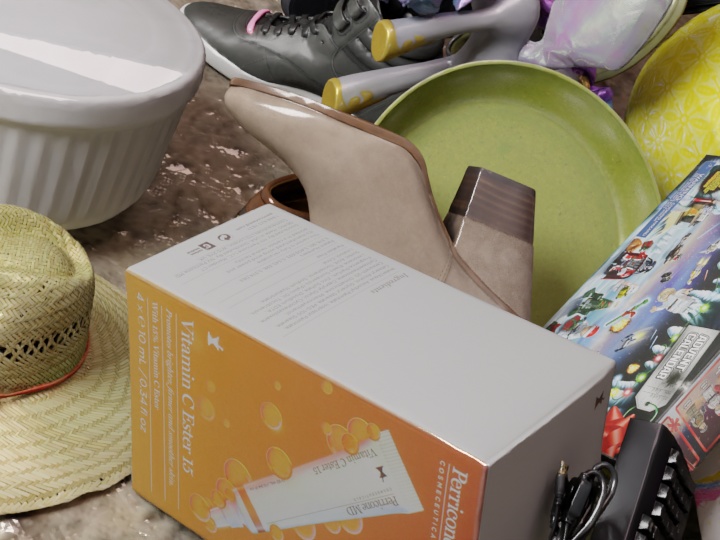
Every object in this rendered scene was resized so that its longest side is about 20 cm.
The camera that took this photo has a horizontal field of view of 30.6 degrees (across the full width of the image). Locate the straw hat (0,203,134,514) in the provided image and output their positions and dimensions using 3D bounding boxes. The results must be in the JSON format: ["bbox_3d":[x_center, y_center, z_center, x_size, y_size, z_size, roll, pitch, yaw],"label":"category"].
[{"bbox_3d":[-0.175,0.016,0.632,0.199,0.086,0.202,14,40,-12],"label":"straw hat"}]

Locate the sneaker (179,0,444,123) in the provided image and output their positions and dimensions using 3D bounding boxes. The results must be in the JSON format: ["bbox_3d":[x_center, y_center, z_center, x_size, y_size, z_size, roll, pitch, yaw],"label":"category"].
[{"bbox_3d":[-0.028,-0.167,0.908,0.198,0.100,0.071,24,40,3],"label":"sneaker"}]

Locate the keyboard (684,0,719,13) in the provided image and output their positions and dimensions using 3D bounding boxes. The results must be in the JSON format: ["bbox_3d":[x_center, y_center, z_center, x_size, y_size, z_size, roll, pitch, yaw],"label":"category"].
[{"bbox_3d":[0.220,-0.245,0.929,0.198,0.129,0.020,3,4,39],"label":"keyboard"}]

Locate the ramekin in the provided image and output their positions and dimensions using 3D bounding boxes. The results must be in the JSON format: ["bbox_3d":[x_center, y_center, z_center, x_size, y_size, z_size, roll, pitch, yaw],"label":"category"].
[{"bbox_3d":[-0.192,-0.104,0.737,0.200,0.095,0.203,15,30,-9],"label":"ramekin"}]

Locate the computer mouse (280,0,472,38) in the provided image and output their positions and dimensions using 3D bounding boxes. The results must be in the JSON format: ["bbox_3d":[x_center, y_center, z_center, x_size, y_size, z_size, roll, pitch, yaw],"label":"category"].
[{"bbox_3d":[0.038,-0.212,0.983,0.197,0.139,0.053,1,61,-10],"label":"computer mouse"}]

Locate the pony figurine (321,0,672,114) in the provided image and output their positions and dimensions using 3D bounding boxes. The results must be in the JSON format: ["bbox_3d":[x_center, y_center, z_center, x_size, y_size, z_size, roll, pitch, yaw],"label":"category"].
[{"bbox_3d":[0.091,-0.157,0.817,0.198,0.195,0.167,-2,37,-26],"label":"pony figurine"}]

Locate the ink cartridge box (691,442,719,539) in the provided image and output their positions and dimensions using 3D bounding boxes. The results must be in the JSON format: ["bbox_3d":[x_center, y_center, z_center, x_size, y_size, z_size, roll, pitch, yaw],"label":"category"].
[{"bbox_3d":[0.237,0.105,0.700,0.116,0.067,0.202,19,50,-28],"label":"ink cartridge box"}]

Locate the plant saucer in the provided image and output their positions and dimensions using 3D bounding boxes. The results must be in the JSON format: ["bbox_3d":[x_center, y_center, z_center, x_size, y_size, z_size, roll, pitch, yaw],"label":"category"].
[{"bbox_3d":[0.081,-0.019,0.765,0.197,0.031,0.203,1,87,-13],"label":"plant saucer"}]

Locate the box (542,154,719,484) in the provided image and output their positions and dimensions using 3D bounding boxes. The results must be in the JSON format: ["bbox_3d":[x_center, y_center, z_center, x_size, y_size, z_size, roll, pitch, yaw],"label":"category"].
[{"bbox_3d":[0.171,0.023,0.696,0.040,0.200,0.137,50,-13,-23],"label":"box"}]

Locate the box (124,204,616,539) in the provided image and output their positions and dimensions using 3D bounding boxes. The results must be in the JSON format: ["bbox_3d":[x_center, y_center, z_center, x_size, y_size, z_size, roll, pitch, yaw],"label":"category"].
[{"bbox_3d":[-0.003,0.071,0.581,0.199,0.126,0.097,24,35,33],"label":"box"}]

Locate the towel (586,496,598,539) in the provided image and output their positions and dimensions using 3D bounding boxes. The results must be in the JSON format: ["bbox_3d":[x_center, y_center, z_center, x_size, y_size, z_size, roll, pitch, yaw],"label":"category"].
[{"bbox_3d":[0.071,0.166,0.624,0.148,0.037,0.199,39,42,20],"label":"towel"}]

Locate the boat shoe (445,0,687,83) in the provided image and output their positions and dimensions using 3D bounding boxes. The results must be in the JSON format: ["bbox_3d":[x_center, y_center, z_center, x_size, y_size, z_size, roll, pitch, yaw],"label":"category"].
[{"bbox_3d":[0.138,-0.170,0.925,0.065,0.200,0.073,21,67,-32],"label":"boat shoe"}]

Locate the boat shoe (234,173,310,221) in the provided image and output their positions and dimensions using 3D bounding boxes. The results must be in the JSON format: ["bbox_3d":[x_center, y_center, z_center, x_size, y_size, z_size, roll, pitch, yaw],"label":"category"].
[{"bbox_3d":[0.007,-0.037,0.800,0.199,0.068,0.072,-18,54,-40],"label":"boat shoe"}]

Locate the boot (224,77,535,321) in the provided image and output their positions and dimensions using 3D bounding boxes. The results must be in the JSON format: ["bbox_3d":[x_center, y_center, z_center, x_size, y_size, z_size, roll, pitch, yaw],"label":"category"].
[{"bbox_3d":[0.000,0.000,0.699,0.198,0.148,0.070,21,2,-1],"label":"boot"}]

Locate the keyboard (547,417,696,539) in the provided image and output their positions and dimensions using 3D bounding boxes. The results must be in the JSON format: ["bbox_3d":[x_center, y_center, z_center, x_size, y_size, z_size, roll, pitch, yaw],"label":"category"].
[{"bbox_3d":[0.092,0.154,0.530,0.020,0.127,0.202,5,63,37],"label":"keyboard"}]

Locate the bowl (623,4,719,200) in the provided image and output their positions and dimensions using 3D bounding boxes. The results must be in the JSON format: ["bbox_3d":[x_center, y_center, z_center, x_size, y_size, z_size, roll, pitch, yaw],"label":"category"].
[{"bbox_3d":[0.226,-0.066,0.887,0.106,0.201,0.201,-20,44,7],"label":"bowl"}]
